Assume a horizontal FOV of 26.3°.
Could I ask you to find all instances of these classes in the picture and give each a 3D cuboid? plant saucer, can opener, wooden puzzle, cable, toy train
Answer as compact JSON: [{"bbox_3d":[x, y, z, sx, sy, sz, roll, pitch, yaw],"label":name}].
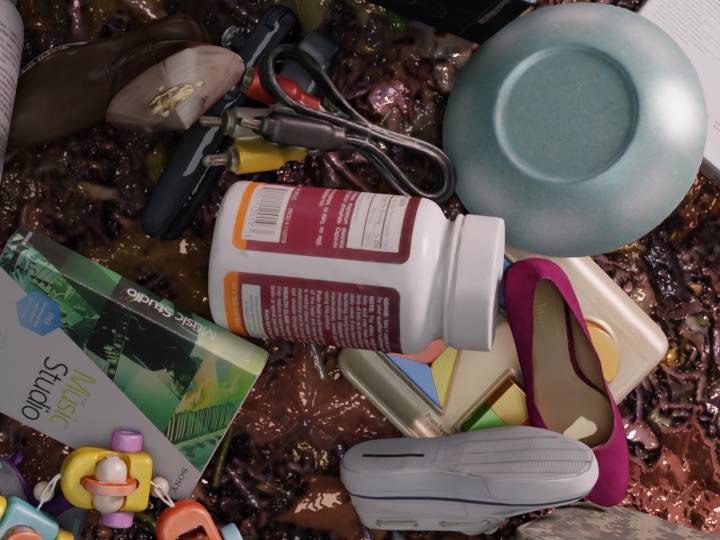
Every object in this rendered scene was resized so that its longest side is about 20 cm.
[{"bbox_3d":[0.155,-0.111,1.142,0.200,0.039,0.202,-4,76,15],"label":"plant saucer"},{"bbox_3d":[-0.100,-0.108,1.141,0.079,0.063,0.200,38,90,24],"label":"can opener"},{"bbox_3d":[0.112,0.063,1.177,0.185,0.046,0.200,44,87,-5],"label":"wooden puzzle"},{"bbox_3d":[-0.018,-0.105,1.132,0.199,0.050,0.098,10,92,-30],"label":"cable"},{"bbox_3d":[-0.184,0.202,1.097,0.199,0.056,0.151,-22,102,-15],"label":"toy train"}]

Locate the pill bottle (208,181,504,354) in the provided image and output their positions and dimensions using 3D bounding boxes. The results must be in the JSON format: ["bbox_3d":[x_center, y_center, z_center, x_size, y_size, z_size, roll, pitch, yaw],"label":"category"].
[{"bbox_3d":[0.000,0.000,1.109,0.199,0.114,0.115,6,90,9],"label":"pill bottle"}]

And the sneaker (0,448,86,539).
[{"bbox_3d":[-0.296,0.161,1.133,0.199,0.074,0.088,24,78,-17],"label":"sneaker"}]

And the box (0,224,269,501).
[{"bbox_3d":[-0.184,0.071,1.116,0.199,0.036,0.145,27,123,-6],"label":"box"}]

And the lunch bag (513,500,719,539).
[{"bbox_3d":[0.172,0.269,1.108,0.139,0.200,0.168,14,96,23],"label":"lunch bag"}]

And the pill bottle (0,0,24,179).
[{"bbox_3d":[-0.297,-0.138,1.075,0.113,0.113,0.201,7,70,-6],"label":"pill bottle"}]

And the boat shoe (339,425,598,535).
[{"bbox_3d":[0.083,0.160,1.140,0.199,0.074,0.067,0,119,29],"label":"boat shoe"}]

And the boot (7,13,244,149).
[{"bbox_3d":[-0.175,-0.118,1.063,0.186,0.200,0.064,-29,113,-2],"label":"boot"}]

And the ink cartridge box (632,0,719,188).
[{"bbox_3d":[0.311,-0.168,1.195,0.196,0.043,0.200,40,86,-3],"label":"ink cartridge box"}]

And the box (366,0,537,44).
[{"bbox_3d":[0.034,-0.260,1.086,0.196,0.200,0.124,22,88,-6],"label":"box"}]

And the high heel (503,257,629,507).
[{"bbox_3d":[0.150,0.086,1.113,0.067,0.096,0.201,-26,95,-1],"label":"high heel"}]
